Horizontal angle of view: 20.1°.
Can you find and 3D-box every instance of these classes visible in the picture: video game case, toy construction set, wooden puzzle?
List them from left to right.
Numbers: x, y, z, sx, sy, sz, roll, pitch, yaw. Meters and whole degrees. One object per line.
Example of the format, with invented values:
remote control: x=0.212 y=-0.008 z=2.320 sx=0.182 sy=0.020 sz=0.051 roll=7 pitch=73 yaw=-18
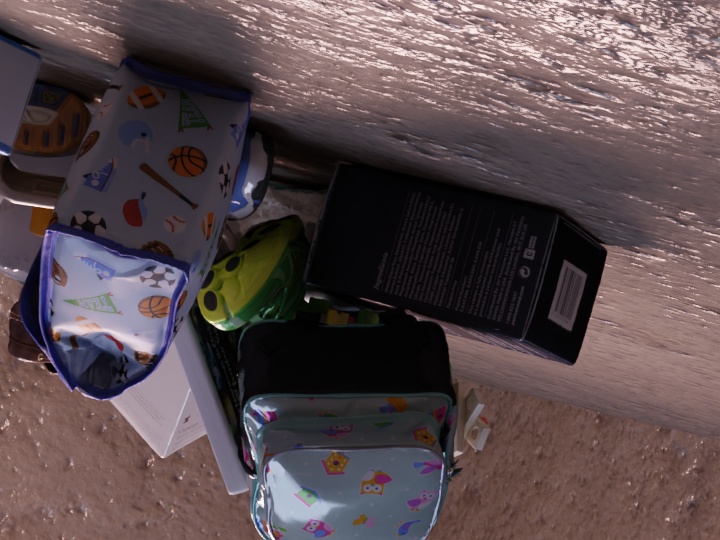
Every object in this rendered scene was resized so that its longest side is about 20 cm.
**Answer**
wooden puzzle: x=-0.204 y=-0.046 z=1.665 sx=0.199 sy=0.047 sz=0.185 roll=13 pitch=-174 yaw=-9
video game case: x=-0.106 y=0.073 z=1.721 sx=0.023 sy=0.201 sz=0.182 roll=-19 pitch=-178 yaw=18
toy construction set: x=0.023 y=0.081 z=1.718 sx=0.200 sy=0.092 sz=0.131 roll=30 pitch=170 yaw=-25

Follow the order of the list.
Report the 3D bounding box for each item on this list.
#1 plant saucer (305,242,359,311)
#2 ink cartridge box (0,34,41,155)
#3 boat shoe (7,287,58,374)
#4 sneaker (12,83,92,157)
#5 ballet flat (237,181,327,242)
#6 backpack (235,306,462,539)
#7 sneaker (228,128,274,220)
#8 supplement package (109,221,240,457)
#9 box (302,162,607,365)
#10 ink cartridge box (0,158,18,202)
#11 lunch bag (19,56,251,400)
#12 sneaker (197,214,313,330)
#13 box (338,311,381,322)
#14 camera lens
plant saucer: x=0.000 y=0.000 z=1.845 sx=0.199 sy=0.028 sz=0.200 roll=-3 pitch=-163 yaw=1
ink cartridge box: x=-0.364 y=-0.157 z=1.518 sx=0.199 sy=0.084 sz=0.145 roll=13 pitch=175 yaw=36
boat shoe: x=-0.289 y=0.064 z=1.956 sx=0.070 sy=0.071 sz=0.200 roll=13 pitch=176 yaw=17
sneaker: x=-0.322 y=-0.132 z=1.724 sx=0.199 sy=0.076 sz=0.088 roll=17 pitch=176 yaw=3
ballet flat: x=-0.039 y=-0.042 z=1.845 sx=0.200 sy=0.072 sz=0.072 roll=11 pitch=172 yaw=44
backpack: x=-0.009 y=0.144 z=1.598 sx=0.175 sy=0.154 sz=0.200 roll=-3 pitch=142 yaw=-4
sneaker: x=-0.139 y=-0.086 z=1.615 sx=0.077 sy=0.076 sz=0.200 roll=15 pitch=176 yaw=-37
supplement package: x=-0.159 y=0.060 z=1.951 sx=0.117 sy=0.200 sz=0.117 roll=-26 pitch=-119 yaw=-40
box: x=0.078 y=-0.004 z=1.644 sx=0.199 sy=0.105 sz=0.148 roll=15 pitch=176 yaw=23
ink cartridge box: x=-0.410 y=-0.083 z=1.822 sx=0.084 sy=0.146 sz=0.200 roll=20 pitch=-167 yaw=-44
lunch bag: x=-0.162 y=-0.022 z=1.455 sx=0.123 sy=0.170 sz=0.200 roll=19 pitch=145 yaw=1
sneaker: x=-0.071 y=0.012 z=1.644 sx=0.074 sy=0.084 sz=0.200 roll=-23 pitch=-171 yaw=19
box: x=0.025 y=0.026 z=1.859 sx=0.199 sy=0.033 sz=0.121 roll=-14 pitch=-159 yaw=-25
camera lens: x=-0.268 y=-0.053 z=1.925 sx=0.159 sy=0.161 sz=0.200 roll=15 pitch=175 yaw=19
